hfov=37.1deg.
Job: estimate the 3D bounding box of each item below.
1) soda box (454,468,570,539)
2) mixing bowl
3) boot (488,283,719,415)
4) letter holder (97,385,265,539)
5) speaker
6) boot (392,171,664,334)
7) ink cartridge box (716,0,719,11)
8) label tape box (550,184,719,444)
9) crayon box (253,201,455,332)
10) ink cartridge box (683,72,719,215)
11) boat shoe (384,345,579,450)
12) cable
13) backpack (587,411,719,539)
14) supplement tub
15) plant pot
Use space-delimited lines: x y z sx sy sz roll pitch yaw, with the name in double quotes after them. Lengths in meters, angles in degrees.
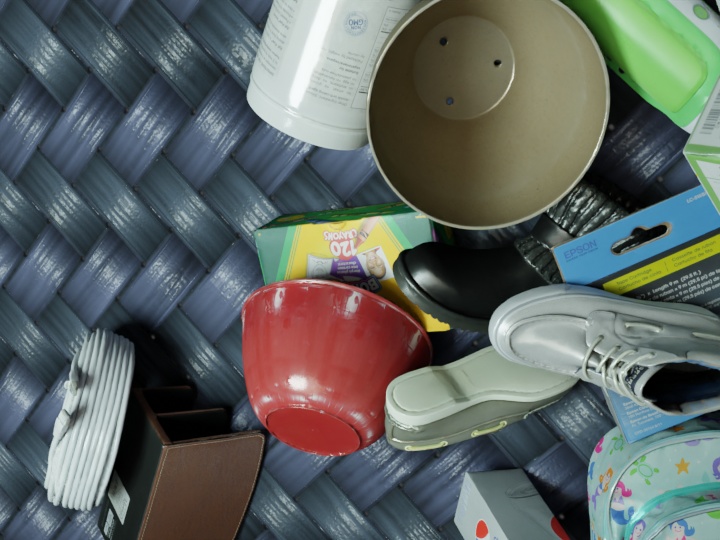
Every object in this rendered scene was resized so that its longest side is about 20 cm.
0.158 0.272 1.015 0.067 0.200 0.064 2 115 -18 "soda box"
-0.035 0.109 1.044 0.197 0.110 0.201 10 145 7 "mixing bowl"
0.203 0.064 0.837 0.196 0.096 0.075 1 113 -1 "boot"
-0.206 0.243 1.245 0.101 0.141 0.202 46 126 43 "letter holder"
0.235 -0.199 0.875 0.200 0.088 0.089 44 120 6 "speaker"
0.147 -0.022 0.950 0.208 0.080 0.159 15 124 -21 "boot"
0.312 -0.296 0.779 0.145 0.083 0.202 -23 98 7 "ink cartridge box"
0.254 0.028 0.910 0.142 0.063 0.202 -23 111 8 "label tape box"
0.000 0.000 1.073 0.197 0.058 0.121 -5 105 27 "crayon box"
0.325 -0.075 0.823 0.059 0.200 0.105 17 73 45 "ink cartridge box"
0.114 0.120 1.010 0.072 0.199 0.061 -121 28 -45 "boat shoe"
-0.300 0.165 1.202 0.068 0.201 0.202 13 122 -11 "cable"
0.293 0.231 0.957 0.175 0.151 0.203 -8 98 1 "backpack"
-0.015 -0.227 0.960 0.131 0.132 0.202 30 118 13 "supplement tub"
0.098 -0.154 0.913 0.197 0.135 0.203 -2 115 -3 "plant pot"
